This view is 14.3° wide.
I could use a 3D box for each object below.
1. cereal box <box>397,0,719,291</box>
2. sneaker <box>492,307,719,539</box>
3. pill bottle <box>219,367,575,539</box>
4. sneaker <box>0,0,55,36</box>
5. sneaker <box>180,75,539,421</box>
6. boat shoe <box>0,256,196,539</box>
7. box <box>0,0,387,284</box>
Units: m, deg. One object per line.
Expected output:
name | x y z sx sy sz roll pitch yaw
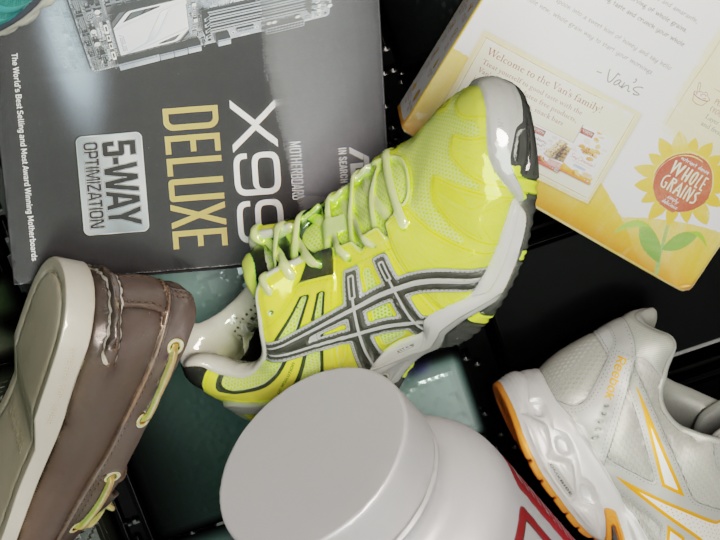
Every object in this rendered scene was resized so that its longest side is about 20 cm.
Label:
cereal box | 0.126 -0.110 1.165 0.143 0.040 0.200 30 105 -12
sneaker | 0.145 0.105 1.233 0.092 0.076 0.200 -35 110 4
pill bottle | 0.032 0.130 1.142 0.112 0.112 0.200 -34 128 9
sneaker | -0.185 -0.105 1.087 0.199 0.080 0.078 -25 97 30
sneaker | 0.000 0.000 1.115 0.076 0.076 0.200 15 132 -27
boat shoe | -0.123 0.077 1.189 0.059 0.072 0.201 6 131 -23
box | -0.070 -0.100 1.149 0.157 0.050 0.201 -4 111 -3
